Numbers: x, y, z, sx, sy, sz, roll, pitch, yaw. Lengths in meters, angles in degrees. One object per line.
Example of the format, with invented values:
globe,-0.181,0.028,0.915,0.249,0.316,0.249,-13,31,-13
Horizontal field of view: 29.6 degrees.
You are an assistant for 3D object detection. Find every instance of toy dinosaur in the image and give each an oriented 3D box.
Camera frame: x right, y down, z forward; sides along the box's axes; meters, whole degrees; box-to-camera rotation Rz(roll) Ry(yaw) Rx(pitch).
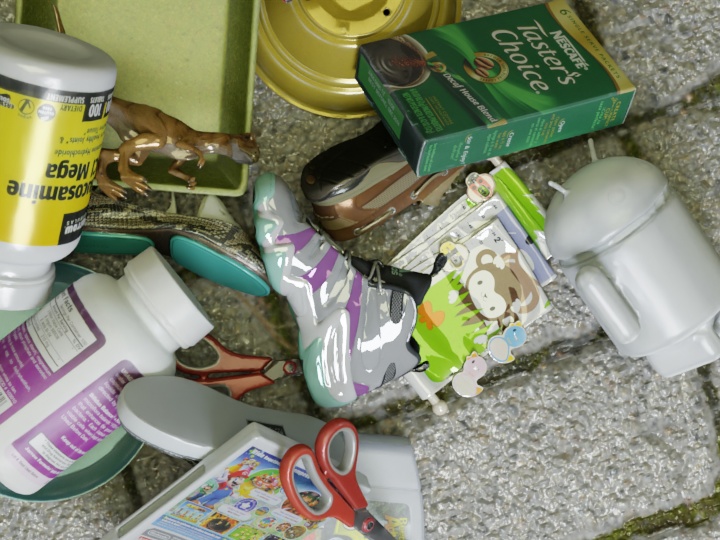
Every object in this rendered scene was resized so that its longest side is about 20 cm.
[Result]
toy dinosaur,-0.180,-0.114,1.093,0.199,0.060,0.107,26,65,-6

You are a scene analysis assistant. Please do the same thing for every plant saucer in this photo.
plant saucer,-0.265,0.092,1.139,0.198,0.027,0.202,0,89,-4
plant saucer,-0.186,-0.169,1.132,0.198,0.048,0.201,4,93,-4

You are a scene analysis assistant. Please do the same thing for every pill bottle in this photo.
pill bottle,-0.260,-0.077,1.040,0.112,0.113,0.201,15,110,-3
pill bottle,-0.218,0.074,1.074,0.200,0.112,0.113,-38,92,-3

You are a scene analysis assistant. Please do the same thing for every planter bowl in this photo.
planter bowl,-0.009,-0.231,1.131,0.199,0.083,0.202,0,90,-3

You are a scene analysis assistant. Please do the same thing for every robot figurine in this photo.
robot figurine,0.227,-0.010,1.120,0.113,0.170,0.201,-29,102,39

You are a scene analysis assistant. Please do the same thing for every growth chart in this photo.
growth chart,0.094,0.013,1.167,0.145,0.018,0.200,43,88,-3

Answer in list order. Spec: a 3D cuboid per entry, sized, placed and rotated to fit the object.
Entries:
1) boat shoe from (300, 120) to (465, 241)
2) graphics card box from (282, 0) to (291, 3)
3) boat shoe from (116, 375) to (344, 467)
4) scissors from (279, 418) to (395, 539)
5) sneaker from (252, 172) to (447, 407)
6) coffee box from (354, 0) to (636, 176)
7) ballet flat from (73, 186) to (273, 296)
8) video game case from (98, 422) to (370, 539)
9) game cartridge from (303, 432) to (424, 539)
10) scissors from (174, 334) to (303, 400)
boat shoe,0.044,-0.091,1.145,0.199,0.076,0.074,-27,123,-12
graphics card box,-0.048,-0.315,1.093,0.125,0.051,0.201,-27,52,-2
boat shoe,-0.104,0.137,1.063,0.199,0.069,0.057,18,124,-30
scissors,-0.007,0.195,1.059,0.073,0.014,0.201,-44,132,-26
sneaker,0.000,0.000,1.093,0.139,0.078,0.201,-18,109,3
coffee box,0.108,-0.152,1.101,0.199,0.044,0.123,-15,54,-21
ballet flat,-0.159,-0.038,1.134,0.198,0.068,0.076,13,66,-2
video game case,-0.108,0.201,1.071,0.200,0.143,0.018,-38,47,19
game cartridge,-0.013,0.237,1.149,0.132,0.041,0.202,4,89,-7
scissors,-0.071,0.090,1.141,0.198,0.014,0.074,4,87,-9
